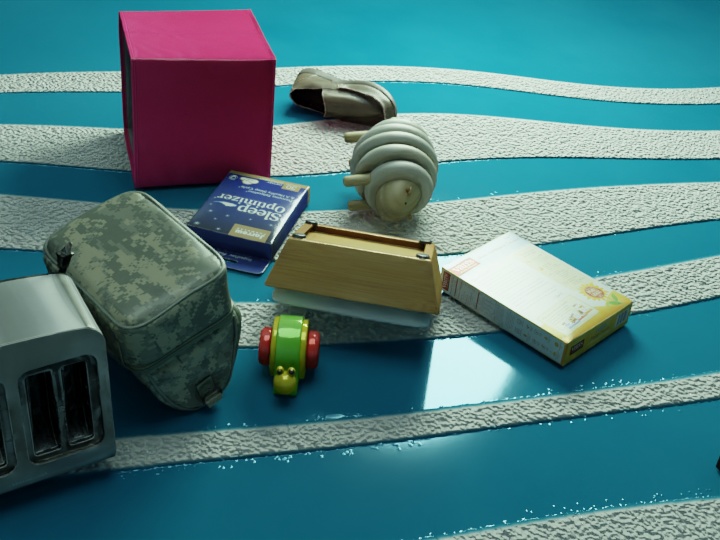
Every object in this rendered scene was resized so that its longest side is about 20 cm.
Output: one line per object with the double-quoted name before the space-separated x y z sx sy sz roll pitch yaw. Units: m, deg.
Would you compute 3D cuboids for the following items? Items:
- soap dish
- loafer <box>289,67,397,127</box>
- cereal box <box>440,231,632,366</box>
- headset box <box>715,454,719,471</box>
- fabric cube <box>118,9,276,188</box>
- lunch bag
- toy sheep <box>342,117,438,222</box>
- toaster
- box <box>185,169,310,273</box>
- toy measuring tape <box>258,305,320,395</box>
"soap dish" 0.000 0.000 1.170 0.198 0.082 0.157 9 12 5
"loafer" -0.033 -0.270 1.630 0.198 0.074 0.071 18 46 26
"cereal box" 0.215 0.029 1.238 0.143 0.040 0.199 -24 44 -37
"headset box" 0.455 0.133 0.977 0.147 0.202 0.075 -5 35 -18
"fabric cube" -0.241 -0.255 1.448 0.197 0.198 0.201 -6 35 -16
"lunch bag" -0.222 0.039 1.042 0.139 0.169 0.199 -33 50 -28
"toy sheep" 0.044 -0.147 1.396 0.136 0.139 0.202 3 52 -4
"toaster" -0.324 0.103 0.902 0.179 0.202 0.119 -15 34 -29
"box" -0.153 -0.069 1.335 0.120 0.033 0.201 12 35 9
"toy measuring tape" -0.076 0.062 1.117 0.073 0.074 0.201 5 34 -1
